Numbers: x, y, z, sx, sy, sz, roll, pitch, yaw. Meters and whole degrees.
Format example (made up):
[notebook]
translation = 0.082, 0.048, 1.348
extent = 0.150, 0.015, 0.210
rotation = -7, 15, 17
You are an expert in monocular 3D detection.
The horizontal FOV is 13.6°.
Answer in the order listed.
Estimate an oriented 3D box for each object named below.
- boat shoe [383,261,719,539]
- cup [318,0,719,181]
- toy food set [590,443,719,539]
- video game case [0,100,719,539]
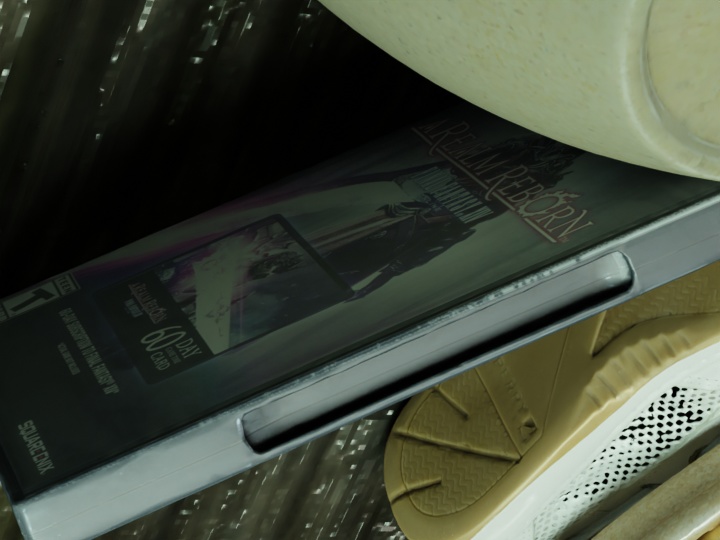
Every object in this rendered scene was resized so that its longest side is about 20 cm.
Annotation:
[boat shoe]
translation = 0.095, 0.014, 0.850
extent = 0.200, 0.071, 0.069
rotation = -41, 138, 25
[cup]
translation = 0.072, -0.103, 0.666
extent = 0.199, 0.144, 0.201
rotation = -15, 135, -16
[toy food set]
translation = 0.127, 0.083, 0.896
extent = 0.200, 0.049, 0.198
rotation = -41, 162, 23
[video game case]
translation = 0.000, 0.000, 0.732
extent = 0.199, 0.143, 0.019
rotation = -24, 110, -8
